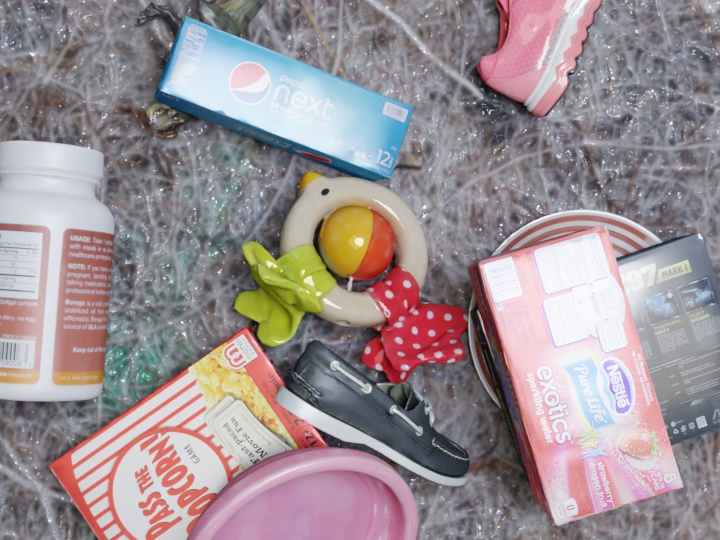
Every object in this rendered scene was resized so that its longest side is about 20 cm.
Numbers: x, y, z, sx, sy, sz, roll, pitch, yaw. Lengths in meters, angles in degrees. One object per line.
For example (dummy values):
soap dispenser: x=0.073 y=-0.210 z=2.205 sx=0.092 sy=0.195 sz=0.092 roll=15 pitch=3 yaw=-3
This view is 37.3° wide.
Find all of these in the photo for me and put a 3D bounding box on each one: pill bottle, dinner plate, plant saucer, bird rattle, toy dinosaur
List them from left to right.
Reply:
pill bottle: x=-0.258 y=0.001 z=0.865 sx=0.111 sy=0.112 sz=0.201 roll=4 pitch=88 yaw=-2
toy dinosaur: x=-0.133 y=-0.213 z=0.910 sx=0.088 sy=0.047 sz=0.200 roll=39 pitch=86 yaw=-10
plant saucer: x=-0.052 y=0.217 z=0.854 sx=0.199 sy=0.051 sz=0.201 roll=-13 pitch=125 yaw=-20
bird rattle: x=0.000 y=0.000 z=0.882 sx=0.199 sy=0.113 sz=0.164 roll=13 pitch=70 yaw=-7
dinner plate: x=0.191 y=0.049 z=0.922 sx=0.199 sy=0.024 sz=0.201 roll=0 pitch=88 yaw=-2

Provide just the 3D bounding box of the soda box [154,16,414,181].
soda box: x=-0.063 y=-0.137 z=0.876 sx=0.199 sy=0.068 sz=0.064 roll=20 pitch=87 yaw=-15

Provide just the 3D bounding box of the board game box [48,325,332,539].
board game box: x=-0.133 y=0.165 z=0.896 sx=0.200 sy=0.046 sz=0.152 roll=-36 pitch=89 yaw=-2

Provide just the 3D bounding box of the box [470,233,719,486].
box: x=0.209 y=0.074 z=0.885 sx=0.199 sy=0.051 sz=0.159 roll=-19 pitch=89 yaw=-1

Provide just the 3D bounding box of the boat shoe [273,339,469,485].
boat shoe: x=0.024 y=0.117 z=0.856 sx=0.200 sy=0.076 sz=0.061 roll=29 pitch=90 yaw=-38

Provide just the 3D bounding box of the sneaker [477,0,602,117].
sneaker: x=0.162 y=-0.236 z=0.905 sx=0.086 sy=0.074 sz=0.201 roll=22 pitch=88 yaw=0

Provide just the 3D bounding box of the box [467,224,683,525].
box: x=0.159 y=0.076 z=0.812 sx=0.102 sy=0.095 sz=0.201 roll=-17 pitch=88 yaw=0
